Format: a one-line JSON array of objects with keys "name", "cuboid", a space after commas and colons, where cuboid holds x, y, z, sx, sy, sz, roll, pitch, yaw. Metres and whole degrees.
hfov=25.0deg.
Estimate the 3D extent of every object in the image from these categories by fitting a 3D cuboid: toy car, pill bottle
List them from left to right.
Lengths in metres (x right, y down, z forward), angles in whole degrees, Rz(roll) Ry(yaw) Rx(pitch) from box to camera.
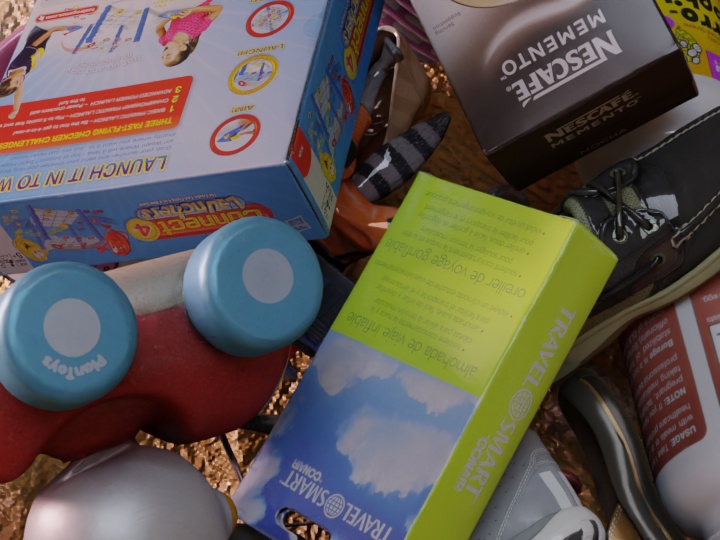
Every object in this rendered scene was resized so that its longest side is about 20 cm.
[{"name": "toy car", "cuboid": [-0.099, 0.099, 0.767, 0.176, 0.184, 0.201, -14, 86, -28]}, {"name": "pill bottle", "cuboid": [0.171, -0.104, 0.955, 0.103, 0.105, 0.201, -5, 52, 1]}, {"name": "pill bottle", "cuboid": [0.201, 0.072, 0.853, 0.111, 0.112, 0.201, -8, 59, -1]}]

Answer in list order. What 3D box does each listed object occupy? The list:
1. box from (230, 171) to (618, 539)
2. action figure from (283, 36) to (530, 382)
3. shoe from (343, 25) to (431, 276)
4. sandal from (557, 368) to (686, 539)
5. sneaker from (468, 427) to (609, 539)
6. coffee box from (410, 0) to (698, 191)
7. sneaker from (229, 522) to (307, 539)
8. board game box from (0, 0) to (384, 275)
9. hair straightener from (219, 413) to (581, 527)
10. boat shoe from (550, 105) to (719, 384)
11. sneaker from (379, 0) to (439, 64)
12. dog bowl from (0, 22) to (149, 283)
[{"name": "box", "cuboid": [0.028, 0.057, 0.797, 0.122, 0.048, 0.201, 21, 78, 48]}, {"name": "action figure", "cuboid": [0.000, 0.000, 0.909, 0.193, 0.200, 0.105, -42, 18, 4]}, {"name": "shoe", "cuboid": [-0.016, -0.063, 0.982, 0.070, 0.053, 0.201, 19, 64, 16]}, {"name": "sandal", "cuboid": [0.135, 0.146, 0.818, 0.054, 0.082, 0.201, -19, 72, -7]}, {"name": "sneaker", "cuboid": [0.022, 0.149, 0.827, 0.199, 0.075, 0.116, -33, 52, 9]}, {"name": "coffee box", "cuboid": [0.082, -0.160, 0.858, 0.113, 0.080, 0.201, -28, 71, 11]}, {"name": "sneaker", "cuboid": [-0.115, 0.192, 0.824, 0.198, 0.076, 0.115, -10, 60, 2]}, {"name": "board game box", "cuboid": [-0.097, -0.098, 0.868, 0.199, 0.056, 0.197, -6, 49, 23]}, {"name": "hair straightener", "cuboid": [0.014, 0.121, 0.873, 0.199, 0.041, 0.077, 16, 61, 7]}, {"name": "boat shoe", "cuboid": [0.129, -0.014, 0.832, 0.201, 0.066, 0.072, -42, 47, 20]}, {"name": "sneaker", "cuboid": [0.080, -0.201, 1.001, 0.080, 0.200, 0.089, 32, 51, -27]}, {"name": "dog bowl", "cuboid": [-0.154, -0.082, 0.981, 0.199, 0.074, 0.201, -5, 56, 8]}]
